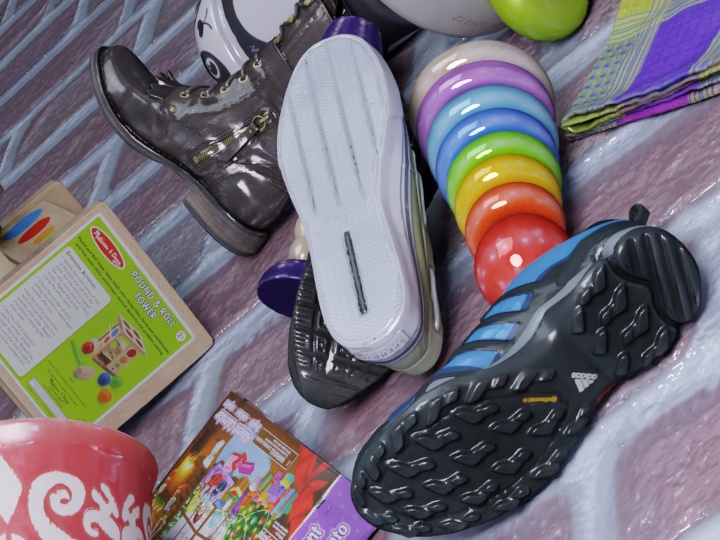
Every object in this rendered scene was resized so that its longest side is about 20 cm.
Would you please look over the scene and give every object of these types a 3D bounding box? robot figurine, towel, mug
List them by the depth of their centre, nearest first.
[{"bbox_3d":[-0.156,0.203,1.219,0.133,0.177,0.202,-20,57,22],"label":"mug"},{"bbox_3d":[0.194,-0.148,1.267,0.199,0.023,0.144,-18,38,53],"label":"towel"},{"bbox_3d":[-0.029,-0.194,1.639,0.199,0.125,0.151,-34,14,34],"label":"robot figurine"}]

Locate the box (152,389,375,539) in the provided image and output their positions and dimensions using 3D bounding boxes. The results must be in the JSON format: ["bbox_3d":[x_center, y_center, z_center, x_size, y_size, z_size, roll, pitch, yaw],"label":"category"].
[{"bbox_3d":[-0.071,0.150,1.276,0.137,0.039,0.200,-53,22,-5],"label":"box"}]

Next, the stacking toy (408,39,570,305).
[{"bbox_3d":[0.075,-0.042,1.260,0.085,0.085,0.201,-41,28,21],"label":"stacking toy"}]

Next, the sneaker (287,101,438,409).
[{"bbox_3d":[0.000,0.000,1.357,0.091,0.075,0.201,123,168,-55],"label":"sneaker"}]

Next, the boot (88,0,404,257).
[{"bbox_3d":[-0.073,-0.127,1.582,0.174,0.200,0.069,-47,-13,20],"label":"boot"}]

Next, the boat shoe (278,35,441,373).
[{"bbox_3d":[0.001,-0.034,1.283,0.071,0.062,0.202,-18,60,19],"label":"boat shoe"}]

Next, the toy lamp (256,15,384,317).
[{"bbox_3d":[-0.021,-0.070,1.462,0.058,0.058,0.201,-26,45,46],"label":"toy lamp"}]

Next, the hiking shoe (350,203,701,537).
[{"bbox_3d":[0.077,0.052,1.121,0.200,0.075,0.087,-39,15,2],"label":"hiking shoe"}]

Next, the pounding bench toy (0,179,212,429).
[{"bbox_3d":[-0.224,0.002,1.575,0.124,0.201,0.156,-41,20,-10],"label":"pounding bench toy"}]

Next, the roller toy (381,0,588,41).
[{"bbox_3d":[0.073,-0.246,1.446,0.139,0.182,0.201,-25,32,48],"label":"roller toy"}]
